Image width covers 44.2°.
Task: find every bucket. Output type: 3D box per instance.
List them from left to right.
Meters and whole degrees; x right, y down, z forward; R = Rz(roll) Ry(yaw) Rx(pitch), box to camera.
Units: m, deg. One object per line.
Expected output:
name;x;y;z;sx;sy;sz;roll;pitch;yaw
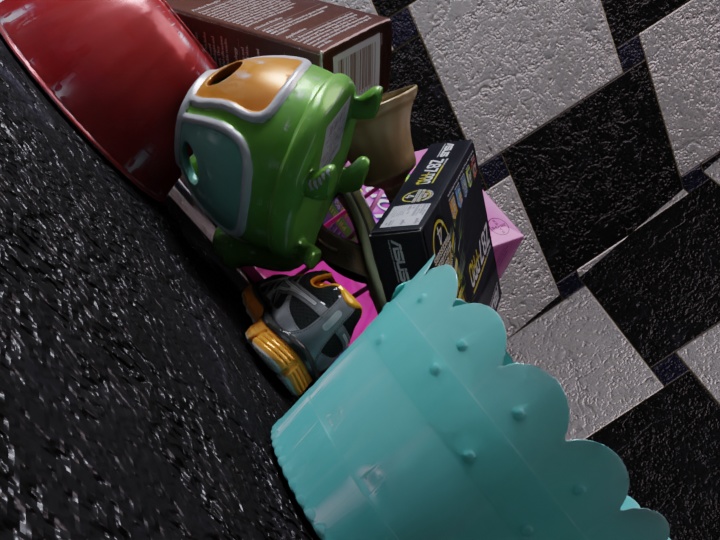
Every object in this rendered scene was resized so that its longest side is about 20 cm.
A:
bucket;0.056;0.112;0.491;0.208;0.134;0.207;51;2;-2

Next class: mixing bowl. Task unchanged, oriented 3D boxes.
mixing bowl;-0.185;-0.166;0.716;0.201;0.108;0.200;51;0;0

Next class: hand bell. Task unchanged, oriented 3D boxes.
hand bell;0.038;-0.058;0.826;0.104;0.103;0.202;-126;-166;-76

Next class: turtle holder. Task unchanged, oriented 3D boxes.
turtle holder;-0.068;-0.083;0.688;0.131;0.142;0.186;22;-17;7

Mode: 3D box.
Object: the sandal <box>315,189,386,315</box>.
sandal;-0.008;-0.012;0.765;0.080;0.057;0.203;75;-5;-78

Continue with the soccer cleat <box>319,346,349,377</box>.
soccer cleat;0.033;0.100;0.806;0.200;0.077;0.067;36;-3;-39

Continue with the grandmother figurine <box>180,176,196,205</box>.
grandmother figurine;-0.210;-0.162;0.882;0.201;0.060;0.121;53;-8;-18

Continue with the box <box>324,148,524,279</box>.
box;0.065;-0.048;1.100;0.176;0.199;0.097;53;-37;27

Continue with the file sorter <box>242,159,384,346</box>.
file sorter;0.000;0.000;0.905;0.200;0.125;0.139;50;32;-13

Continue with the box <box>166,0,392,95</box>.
box;-0.080;-0.197;0.786;0.199;0.100;0.076;25;-48;29

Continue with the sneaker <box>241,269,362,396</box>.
sneaker;-0.041;0.034;0.686;0.078;0.077;0.200;48;0;-15

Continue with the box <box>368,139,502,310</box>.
box;0.071;-0.002;0.752;0.200;0.049;0.163;-56;138;-58
